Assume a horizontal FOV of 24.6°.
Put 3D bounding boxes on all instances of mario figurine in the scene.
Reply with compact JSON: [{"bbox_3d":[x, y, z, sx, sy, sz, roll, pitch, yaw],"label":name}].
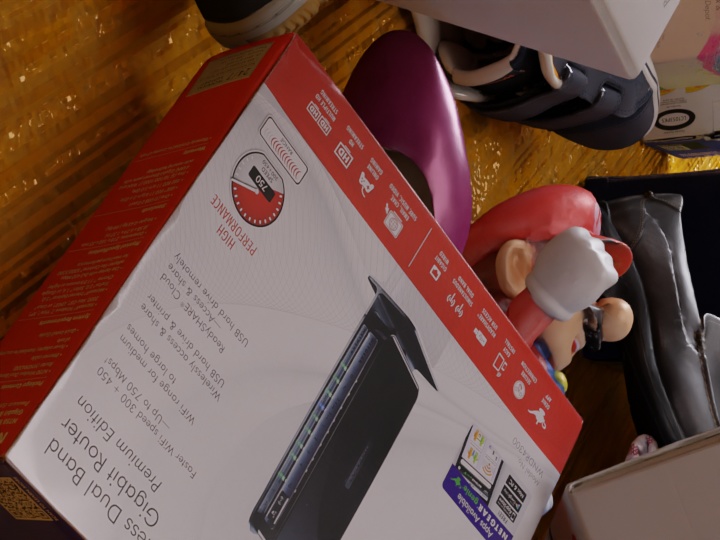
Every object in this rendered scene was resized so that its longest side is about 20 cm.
[{"bbox_3d":[0.086,0.054,0.752,0.105,0.123,0.202,28,65,-28],"label":"mario figurine"}]

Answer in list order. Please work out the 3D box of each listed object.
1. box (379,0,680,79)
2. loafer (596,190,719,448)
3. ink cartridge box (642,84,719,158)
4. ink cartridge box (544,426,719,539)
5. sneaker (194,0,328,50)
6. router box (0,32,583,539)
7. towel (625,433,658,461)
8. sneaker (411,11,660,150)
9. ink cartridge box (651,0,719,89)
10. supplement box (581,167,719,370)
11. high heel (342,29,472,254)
[{"bbox_3d":[0.080,-0.204,0.665,0.201,0.151,0.106,-59,146,-11],"label":"box"},{"bbox_3d":[0.173,0.046,0.879,0.073,0.072,0.202,82,-11,-72],"label":"loafer"},{"bbox_3d":[0.253,-0.150,1.062,0.076,0.135,0.202,10,79,-55],"label":"ink cartridge box"},{"bbox_3d":[0.136,0.161,0.673,0.200,0.083,0.146,84,-13,-71],"label":"ink cartridge box"},{"bbox_3d":[-0.046,-0.174,0.589,0.088,0.075,0.202,38,45,-47],"label":"sneaker"},{"bbox_3d":[-0.021,0.057,0.555,0.200,0.049,0.180,51,52,-29],"label":"router box"},{"bbox_3d":[0.140,0.203,0.858,0.147,0.030,0.202,90,2,-60],"label":"towel"},{"bbox_3d":[0.080,-0.103,0.800,0.200,0.078,0.080,41,47,-39],"label":"sneaker"},{"bbox_3d":[0.224,-0.172,0.943,0.067,0.198,0.119,15,74,-60],"label":"ink cartridge box"},{"bbox_3d":[0.220,0.011,1.014,0.200,0.108,0.111,20,70,-60],"label":"supplement box"},{"bbox_3d":[0.000,0.000,0.644,0.096,0.067,0.202,13,79,-71],"label":"high heel"}]
